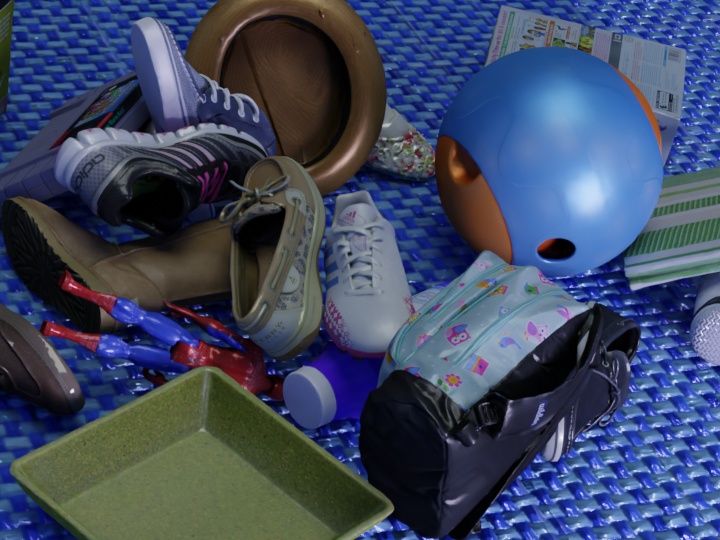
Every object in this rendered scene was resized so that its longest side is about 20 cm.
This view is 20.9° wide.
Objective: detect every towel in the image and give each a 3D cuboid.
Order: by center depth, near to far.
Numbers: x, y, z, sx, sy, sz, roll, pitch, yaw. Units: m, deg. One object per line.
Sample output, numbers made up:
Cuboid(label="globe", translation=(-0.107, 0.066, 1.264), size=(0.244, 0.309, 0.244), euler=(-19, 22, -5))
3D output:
Cuboid(label="towel", translation=(0.305, -0.044, 1.756), size=(0.152, 0.023, 0.200), euler=(-12, 22, 10))

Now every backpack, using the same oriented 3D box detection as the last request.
Cuboid(label="backpack", translation=(0.090, 0.080, 1.426), size=(0.127, 0.167, 0.200), euler=(36, 57, 17))

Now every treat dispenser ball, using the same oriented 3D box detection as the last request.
Cuboid(label="treat dispenser ball", translation=(0.164, -0.094, 1.703), size=(0.201, 0.201, 0.201), euler=(8, 35, -6))

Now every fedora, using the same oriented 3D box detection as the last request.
Cuboid(label="fedora", translation=(-0.072, -0.163, 1.778), size=(0.200, 0.201, 0.082), euler=(7, 3, -7))

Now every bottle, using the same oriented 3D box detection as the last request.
Cuboid(label="bottle", translation=(0.027, 0.070, 1.550), size=(0.200, 0.065, 0.083), euler=(-22, 41, -38))

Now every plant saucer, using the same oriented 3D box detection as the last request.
Cuboid(label="plant saucer", translation=(-0.114, 0.170, 1.385), size=(0.200, 0.048, 0.200), euler=(35, 41, 28))

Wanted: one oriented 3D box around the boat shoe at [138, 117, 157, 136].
Cuboid(label="boat shoe", translation=(-0.175, -0.133, 1.778), size=(0.068, 0.072, 0.200), euler=(-10, 41, 29))

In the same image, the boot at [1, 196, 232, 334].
Cuboid(label="boot", translation=(-0.175, -0.017, 1.621), size=(0.200, 0.066, 0.175), euler=(-16, 48, -38))

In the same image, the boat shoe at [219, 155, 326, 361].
Cuboid(label="boat shoe", translation=(-0.071, -0.022, 1.543), size=(0.063, 0.073, 0.200), euler=(34, 32, -37))

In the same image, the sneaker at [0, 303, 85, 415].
Cuboid(label="sneaker", translation=(-0.293, 0.060, 1.487), size=(0.076, 0.070, 0.200), euler=(-42, 60, -19))

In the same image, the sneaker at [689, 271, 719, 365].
Cuboid(label="sneaker", translation=(0.381, 0.033, 1.699), size=(0.200, 0.075, 0.115), euler=(5, 38, -4))

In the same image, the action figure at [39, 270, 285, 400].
Cuboid(label="action figure", translation=(-0.144, 0.060, 1.504), size=(0.200, 0.066, 0.052), euler=(23, -4, -14))

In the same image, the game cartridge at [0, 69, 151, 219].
Cuboid(label="game cartridge", translation=(-0.244, -0.117, 1.697), size=(0.038, 0.130, 0.200), euler=(55, 32, -17))

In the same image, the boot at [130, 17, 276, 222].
Cuboid(label="boot", translation=(-0.131, -0.140, 1.669), size=(0.090, 0.200, 0.073), euler=(-24, 40, -13))

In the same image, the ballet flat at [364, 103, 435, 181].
Cuboid(label="ballet flat", translation=(-0.015, -0.145, 1.841), size=(0.200, 0.064, 0.076), euler=(23, 36, 14))

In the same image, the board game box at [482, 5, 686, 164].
Cuboid(label="board game box", translation=(0.223, -0.189, 1.973), size=(0.200, 0.064, 0.148), euler=(15, 34, 2))

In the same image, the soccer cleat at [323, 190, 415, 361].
Cuboid(label="soccer cleat", translation=(0.000, 0.000, 1.520), size=(0.070, 0.086, 0.200), euler=(-8, 23, -4))

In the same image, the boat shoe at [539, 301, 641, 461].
Cuboid(label="boat shoe", translation=(0.185, 0.088, 1.568), size=(0.062, 0.075, 0.200), euler=(13, 29, 13))

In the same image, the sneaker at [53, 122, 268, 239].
Cuboid(label="sneaker", translation=(-0.149, -0.068, 1.588), size=(0.200, 0.074, 0.087), euler=(-2, 44, -42))

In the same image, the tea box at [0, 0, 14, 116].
Cuboid(label="tea box", translation=(-0.421, -0.219, 1.706), size=(0.200, 0.197, 0.134), euler=(20, 36, 9))
